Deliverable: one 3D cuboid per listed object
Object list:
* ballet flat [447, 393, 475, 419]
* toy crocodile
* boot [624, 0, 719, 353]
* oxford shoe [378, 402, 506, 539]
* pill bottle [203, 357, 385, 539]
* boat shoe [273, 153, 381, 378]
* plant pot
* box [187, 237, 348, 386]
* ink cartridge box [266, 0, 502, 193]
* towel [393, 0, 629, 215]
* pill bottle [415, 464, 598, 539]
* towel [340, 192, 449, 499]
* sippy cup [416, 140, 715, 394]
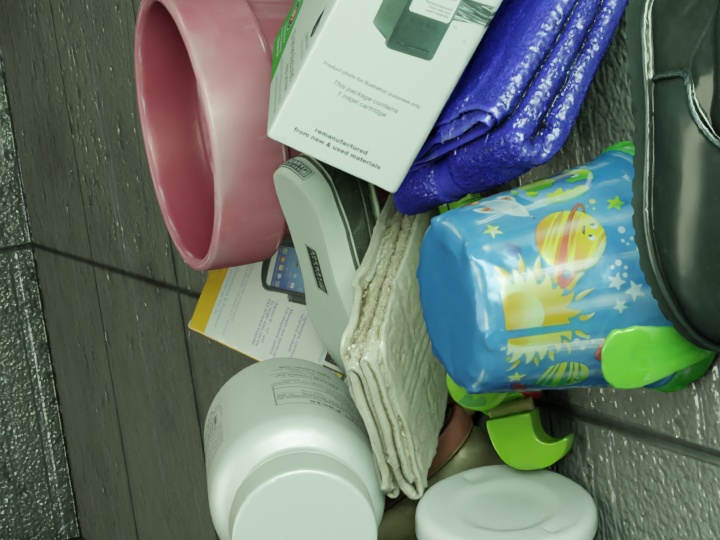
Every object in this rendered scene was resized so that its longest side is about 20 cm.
[{"bbox_3d":[0.037,0.119,1.376,0.200,0.063,0.069,106,146,-54],"label":"ballet flat"},{"bbox_3d":[0.086,0.030,1.194,0.068,0.062,0.200,29,-132,-67],"label":"toy crocodile"},{"bbox_3d":[0.187,-0.057,0.833,0.162,0.073,0.199,-178,79,-68],"label":"boot"},{"bbox_3d":[0.026,0.178,1.309,0.200,0.075,0.070,-44,12,33],"label":"oxford shoe"},{"bbox_3d":[-0.043,0.137,1.227,0.200,0.114,0.114,-113,17,-75],"label":"pill bottle"},{"bbox_3d":[0.000,0.000,1.253,0.071,0.064,0.200,38,151,43],"label":"boat shoe"},{"bbox_3d":[-0.047,-0.110,1.316,0.200,0.179,0.200,169,90,-71],"label":"plant pot"},{"bbox_3d":[-0.029,0.022,1.383,0.200,0.041,0.119,23,92,36],"label":"box"},{"bbox_3d":[0.027,-0.168,1.043,0.200,0.083,0.147,-60,14,25],"label":"ink cartridge box"},{"bbox_3d":[0.076,-0.112,1.051,0.148,0.050,0.200,-66,15,-13],"label":"towel"},{"bbox_3d":[0.094,0.235,1.193,0.114,0.114,0.200,-137,41,-61],"label":"pill bottle"},{"bbox_3d":[0.031,0.037,1.205,0.200,0.034,0.133,-69,-29,-49],"label":"towel"},{"bbox_3d":[0.105,0.008,1.008,0.178,0.130,0.140,139,118,-68],"label":"sippy cup"}]
